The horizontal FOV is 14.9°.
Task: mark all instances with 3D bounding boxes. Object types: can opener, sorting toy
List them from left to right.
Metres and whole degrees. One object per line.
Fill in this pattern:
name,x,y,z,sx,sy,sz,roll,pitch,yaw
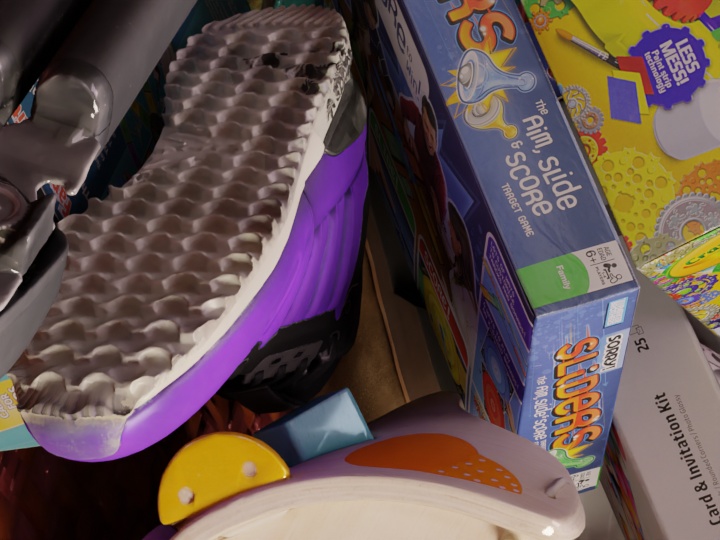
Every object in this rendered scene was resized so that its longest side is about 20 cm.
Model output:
can opener,-0.091,-0.037,0.751,0.200,0.053,0.067,-65,171,-53
sorting toy,-0.021,0.106,0.858,0.107,0.200,0.180,34,15,2

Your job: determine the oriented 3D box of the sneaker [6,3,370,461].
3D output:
sneaker,-0.036,0.009,0.815,0.200,0.069,0.100,-61,146,-50

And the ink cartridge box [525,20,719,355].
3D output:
ink cartridge box,0.136,-0.026,1.125,0.200,0.196,0.043,40,61,-12

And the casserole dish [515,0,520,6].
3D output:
casserole dish,-0.009,-0.151,1.004,0.039,0.121,0.200,-60,138,-30

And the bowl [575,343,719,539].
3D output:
bowl,0.115,0.106,1.085,0.200,0.094,0.202,3,85,-32

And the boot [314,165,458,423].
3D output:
boot,0.000,0.000,1.034,0.073,0.075,0.201,25,42,-42

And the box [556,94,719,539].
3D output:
box,0.103,0.061,0.945,0.156,0.041,0.200,70,-2,-57

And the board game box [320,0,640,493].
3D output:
board game box,0.032,-0.039,0.891,0.136,0.034,0.201,92,-20,-61

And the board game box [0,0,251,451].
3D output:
board game box,-0.099,-0.068,0.843,0.200,0.047,0.151,-69,142,-49

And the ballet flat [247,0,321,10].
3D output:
ballet flat,-0.040,-0.126,0.962,0.200,0.070,0.071,94,2,-57

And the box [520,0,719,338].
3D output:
box,0.129,-0.094,0.913,0.201,0.122,0.193,68,14,19
